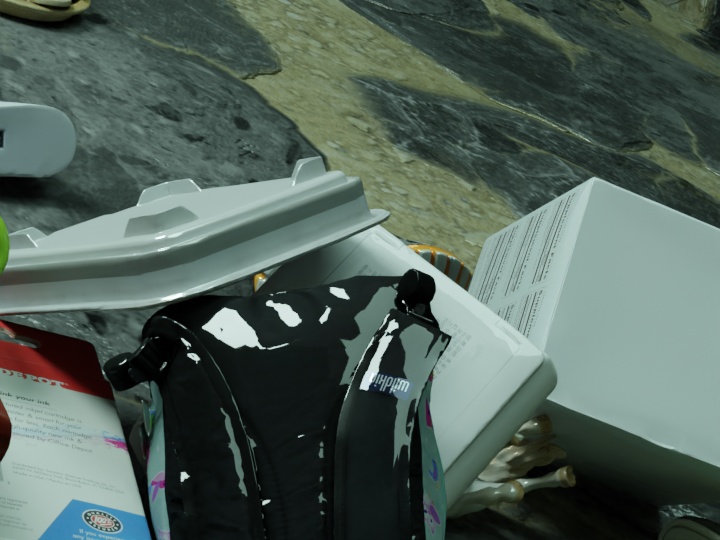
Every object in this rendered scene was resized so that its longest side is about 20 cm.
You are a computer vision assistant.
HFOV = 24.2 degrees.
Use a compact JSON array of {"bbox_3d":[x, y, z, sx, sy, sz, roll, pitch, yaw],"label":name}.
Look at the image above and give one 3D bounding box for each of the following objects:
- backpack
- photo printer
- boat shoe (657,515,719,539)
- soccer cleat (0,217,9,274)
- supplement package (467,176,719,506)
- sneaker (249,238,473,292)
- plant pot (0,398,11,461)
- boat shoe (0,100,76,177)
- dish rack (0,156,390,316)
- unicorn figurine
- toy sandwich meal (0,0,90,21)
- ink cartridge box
[{"bbox_3d":[-0.024,0.113,0.804,0.166,0.127,0.200,-11,62,6],"label":"backpack"},{"bbox_3d":[-0.015,0.081,0.928,0.166,0.200,0.069,37,-19,19],"label":"photo printer"},{"bbox_3d":[0.276,0.225,1.062,0.200,0.067,0.057,41,35,18],"label":"boat shoe"},{"bbox_3d":[-0.266,0.024,0.829,0.200,0.068,0.081,-29,18,-16],"label":"soccer cleat"},{"bbox_3d":[0.179,0.056,1.119,0.191,0.147,0.200,22,-15,-11],"label":"supplement package"},{"bbox_3d":[0.000,0.000,1.263,0.200,0.078,0.077,11,20,-34],"label":"sneaker"},{"bbox_3d":[-0.263,0.059,0.684,0.176,0.200,0.200,22,19,-40],"label":"plant pot"},{"bbox_3d":[-0.302,-0.100,1.179,0.200,0.071,0.070,1,5,-41],"label":"boat shoe"},{"bbox_3d":[-0.103,-0.020,0.911,0.171,0.044,0.200,-24,12,-40],"label":"dish rack"},{"bbox_3d":[0.042,0.122,1.009,0.200,0.137,0.074,34,47,-52],"label":"unicorn figurine"},{"bbox_3d":[-0.339,-0.308,1.592,0.205,0.070,0.205,22,21,-9],"label":"toy sandwich meal"},{"bbox_3d":[-0.180,0.100,0.832,0.116,0.067,0.200,16,23,-25],"label":"ink cartridge box"}]
